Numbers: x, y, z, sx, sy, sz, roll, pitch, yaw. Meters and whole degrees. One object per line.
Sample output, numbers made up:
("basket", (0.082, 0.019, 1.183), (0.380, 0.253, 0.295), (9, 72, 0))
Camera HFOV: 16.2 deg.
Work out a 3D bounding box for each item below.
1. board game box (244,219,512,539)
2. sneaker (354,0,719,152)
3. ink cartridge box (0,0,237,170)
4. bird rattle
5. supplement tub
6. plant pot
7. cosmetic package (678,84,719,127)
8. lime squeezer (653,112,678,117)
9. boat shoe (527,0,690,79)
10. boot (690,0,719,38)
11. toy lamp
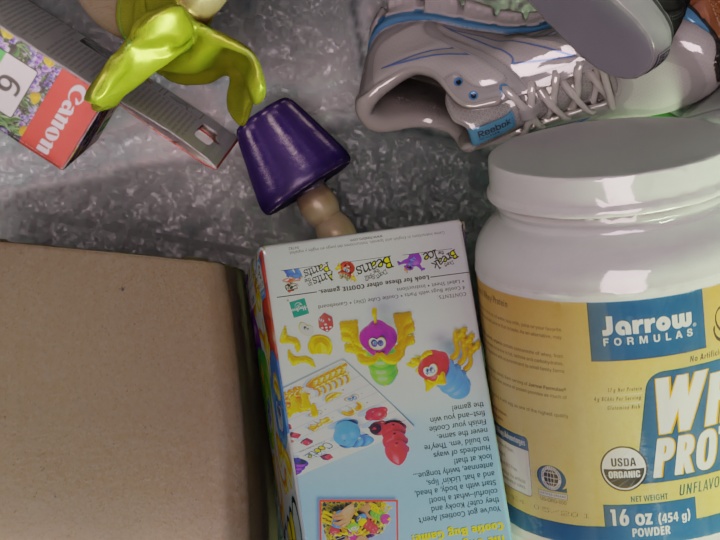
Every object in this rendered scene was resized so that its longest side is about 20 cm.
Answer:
("board game box", (0.010, 0.088, 1.262), (0.104, 0.103, 0.201), (-7, 81, -8))
("sneaker", (0.088, -0.092, 1.299), (0.199, 0.087, 0.075), (0, 133, 25))
("ink cartridge box", (-0.164, -0.097, 1.331), (0.199, 0.109, 0.051), (33, 101, -3))
("bird rattle", (-0.091, -0.175, 1.249), (0.163, 0.112, 0.201), (38, 118, 39))
("supplement tub", (0.131, 0.036, 1.245), (0.144, 0.145, 0.201), (-5, 106, 5))
("plant pot", (-0.140, 0.078, 1.328), (0.198, 0.200, 0.178), (6, 88, 3))
("cosmetic package", (0.298, -0.079, 1.253), (0.200, 0.166, 0.168), (-40, 95, -7))
("lime squeezer", (0.211, -0.091, 1.352), (0.199, 0.038, 0.071), (-12, 67, 6))
("boat shoe", (0.084, -0.180, 1.223), (0.200, 0.068, 0.057), (47, 58, -17))
("boot", (0.121, -0.168, 1.321), (0.199, 0.074, 0.155), (-24, 101, 10))
("toy lamp", (0.000, 0.000, 1.357), (0.058, 0.058, 0.201), (-31, 90, 8))
